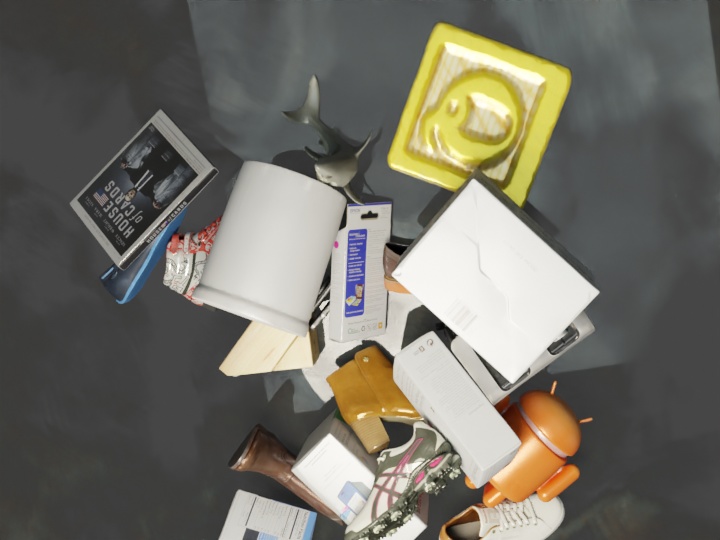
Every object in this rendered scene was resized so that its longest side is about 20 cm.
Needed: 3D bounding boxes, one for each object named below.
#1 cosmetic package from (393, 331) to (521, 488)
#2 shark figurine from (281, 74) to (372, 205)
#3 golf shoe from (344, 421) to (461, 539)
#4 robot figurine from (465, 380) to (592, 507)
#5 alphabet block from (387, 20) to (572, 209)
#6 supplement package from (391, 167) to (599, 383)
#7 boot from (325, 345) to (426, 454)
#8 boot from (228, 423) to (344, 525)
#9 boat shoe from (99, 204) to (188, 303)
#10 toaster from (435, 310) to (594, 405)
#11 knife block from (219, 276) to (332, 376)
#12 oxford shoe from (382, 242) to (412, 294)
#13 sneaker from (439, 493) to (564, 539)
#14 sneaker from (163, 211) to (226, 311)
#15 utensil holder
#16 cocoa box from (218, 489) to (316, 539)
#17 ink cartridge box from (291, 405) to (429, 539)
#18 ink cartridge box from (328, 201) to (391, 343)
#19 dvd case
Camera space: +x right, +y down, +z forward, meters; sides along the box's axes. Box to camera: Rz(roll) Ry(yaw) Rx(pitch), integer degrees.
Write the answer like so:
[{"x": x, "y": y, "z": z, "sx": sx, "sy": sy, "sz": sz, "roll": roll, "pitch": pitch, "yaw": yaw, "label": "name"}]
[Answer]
[{"x": 0.131, "y": 0.195, "z": 1.326, "sx": 0.074, "sy": 0.102, "sz": 0.201, "roll": -32, "pitch": 67, "yaw": -13, "label": "cosmetic package"}, {"x": -0.025, "y": -0.183, "z": 1.346, "sx": 0.089, "sy": 0.216, "sz": 0.128, "roll": -43, "pitch": 127, "yaw": 18, "label": "shark figurine"}, {"x": 0.047, "y": 0.301, "z": 1.315, "sx": 0.200, "sy": 0.077, "sz": 0.088, "roll": -42, "pitch": 61, "yaw": 3, "label": "golf shoe"}, {"x": 0.244, "y": 0.259, "z": 1.395, "sx": 0.200, "sy": 0.116, "sz": 0.144, "roll": -46, "pitch": 48, "yaw": 12, "label": "robot figurine"}, {"x": 0.159, "y": -0.205, "z": 1.283, "sx": 0.193, "sy": 0.200, "sz": 0.199, "roll": 19, "pitch": 101, "yaw": 3, "label": "alphabet block"}, {"x": 0.164, "y": 0.004, "z": 1.166, "sx": 0.200, "sy": 0.111, "sz": 0.156, "roll": 41, "pitch": 105, "yaw": -1, "label": "supplement package"}, {"x": 0.060, "y": 0.173, "z": 1.425, "sx": 0.199, "sy": 0.071, "sz": 0.145, "roll": -21, "pitch": 68, "yaw": -18, "label": "boot"}, {"x": -0.095, "y": 0.314, "z": 1.412, "sx": 0.199, "sy": 0.186, "sz": 0.064, "roll": 40, "pitch": 96, "yaw": 2, "label": "boot"}, {"x": -0.333, "y": -0.043, "z": 1.430, "sx": 0.068, "sy": 0.084, "sz": 0.201, "roll": 36, "pitch": 100, "yaw": 3, "label": "boat shoe"}, {"x": 0.213, "y": 0.082, "z": 1.337, "sx": 0.180, "sy": 0.200, "sz": 0.119, "roll": -36, "pitch": 92, "yaw": 3, "label": "toaster"}, {"x": -0.123, "y": 0.059, "z": 1.431, "sx": 0.197, "sy": 0.064, "sz": 0.178, "roll": -7, "pitch": 98, "yaw": 8, "label": "knife block"}, {"x": 0.118, "y": -0.007, "z": 1.349, "sx": 0.197, "sy": 0.071, "sz": 0.074, "roll": 0, "pitch": 112, "yaw": 26, "label": "oxford shoe"}, {"x": 0.213, "y": 0.378, "z": 1.417, "sx": 0.197, "sy": 0.085, "sz": 0.073, "roll": -19, "pitch": 57, "yaw": -2, "label": "sneaker"}, {"x": -0.227, "y": -0.048, "z": 1.423, "sx": 0.107, "sy": 0.067, "sz": 0.204, "roll": 25, "pitch": 104, "yaw": 0, "label": "sneaker"}, {"x": -0.123, "y": -0.030, "z": 1.313, "sx": 0.168, "sy": 0.170, "sz": 0.203, "roll": 18, "pitch": 85, "yaw": 3, "label": "utensil holder"}, {"x": -0.153, "y": 0.458, "z": 1.431, "sx": 0.129, "sy": 0.134, "sz": 0.202, "roll": 15, "pitch": 127, "yaw": 3, "label": "cocoa box"}, {"x": 0.006, "y": 0.314, "z": 1.416, "sx": 0.087, "sy": 0.145, "sz": 0.200, "roll": -44, "pitch": 92, "yaw": 11, "label": "ink cartridge box"}, {"x": 0.000, "y": 0.000, "z": 1.391, "sx": 0.037, "sy": 0.094, "sz": 0.203, "roll": 15, "pitch": 105, "yaw": 43, "label": "ink cartridge box"}, {"x": -0.319, "y": -0.121, "z": 1.392, "sx": 0.200, "sy": 0.025, "sz": 0.150, "roll": -45, "pitch": 63, "yaw": 1, "label": "dvd case"}]
